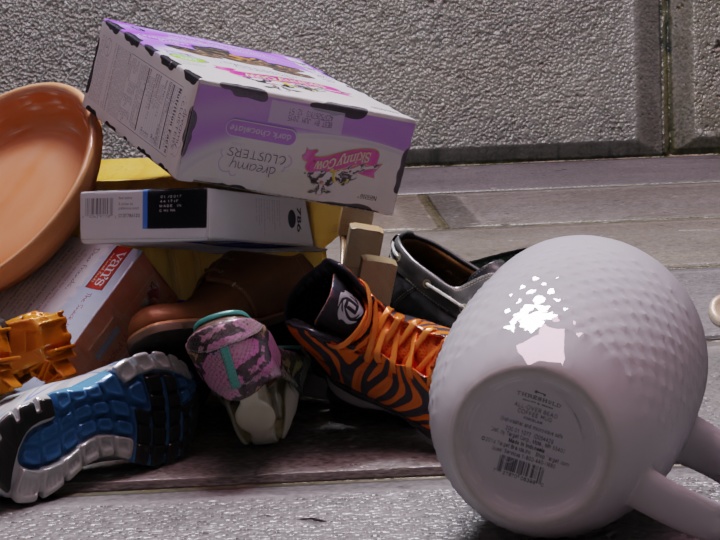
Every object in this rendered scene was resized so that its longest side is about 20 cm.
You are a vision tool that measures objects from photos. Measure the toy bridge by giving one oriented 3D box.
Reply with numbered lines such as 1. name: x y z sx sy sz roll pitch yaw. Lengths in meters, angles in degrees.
1. toy bridge: 0.000 0.000 1.588 0.027 0.068 0.200 9 16 -7

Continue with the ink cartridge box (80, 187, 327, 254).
1. ink cartridge box: -0.105 -0.034 1.507 0.099 0.040 0.200 -2 -3 22

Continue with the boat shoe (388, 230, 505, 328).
1. boat shoe: 0.097 0.028 1.542 0.199 0.068 0.072 22 15 32

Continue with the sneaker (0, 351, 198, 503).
1. sneaker: -0.188 0.097 1.391 0.086 0.076 0.199 -3 5 40

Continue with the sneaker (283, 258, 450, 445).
1. sneaker: 0.021 0.053 1.416 0.199 0.078 0.112 8 -27 43

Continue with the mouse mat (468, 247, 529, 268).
1. mouse mat: 0.147 0.016 1.774 0.160 0.008 0.199 17 -18 -28

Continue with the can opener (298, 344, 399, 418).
1. can opener: -0.021 0.086 1.553 0.199 0.054 0.067 7 44 48

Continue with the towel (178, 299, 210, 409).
1. towel: -0.171 0.059 1.586 0.199 0.050 0.148 0 25 36

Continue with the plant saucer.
1. plant saucer: -0.267 -0.051 1.591 0.199 0.038 0.201 -22 42 21

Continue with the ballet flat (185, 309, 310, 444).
1. ballet flat: -0.071 0.077 1.434 0.068 0.072 0.200 -14 -12 4

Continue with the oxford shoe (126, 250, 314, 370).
1. oxford shoe: -0.096 0.024 1.492 0.071 0.072 0.199 -30 -12 34

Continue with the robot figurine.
1. robot figurine: -0.294 0.078 1.426 0.199 0.059 0.145 -21 -5 23

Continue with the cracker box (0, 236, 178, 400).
1. cracker box: -0.243 0.040 1.561 0.199 0.058 0.134 10 56 44

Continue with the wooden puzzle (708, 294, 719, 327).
1. wooden puzzle: 0.393 0.052 1.659 0.184 0.047 0.200 -6 13 -23

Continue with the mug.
1. mug: 0.133 0.084 1.195 0.199 0.149 0.175 30 19 7

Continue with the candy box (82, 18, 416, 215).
1. candy box: -0.081 -0.108 1.510 0.166 0.072 0.200 9 13 -29

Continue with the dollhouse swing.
1. dollhouse swing: -0.119 0.003 1.677 0.198 0.178 0.182 -1 10 10
